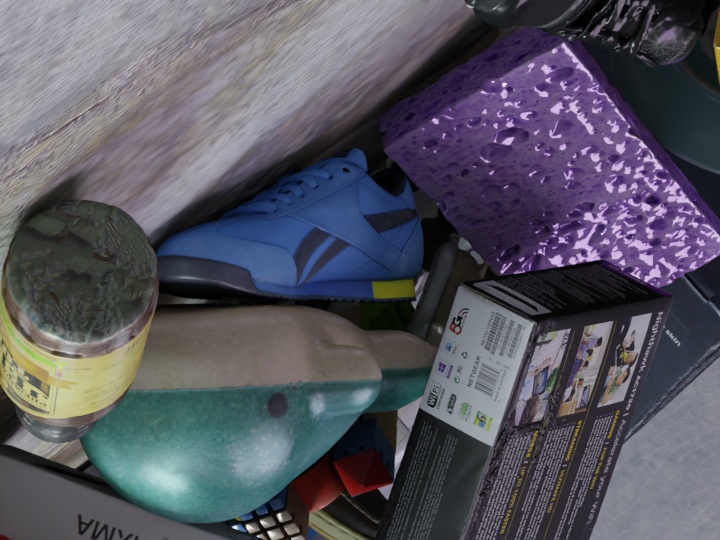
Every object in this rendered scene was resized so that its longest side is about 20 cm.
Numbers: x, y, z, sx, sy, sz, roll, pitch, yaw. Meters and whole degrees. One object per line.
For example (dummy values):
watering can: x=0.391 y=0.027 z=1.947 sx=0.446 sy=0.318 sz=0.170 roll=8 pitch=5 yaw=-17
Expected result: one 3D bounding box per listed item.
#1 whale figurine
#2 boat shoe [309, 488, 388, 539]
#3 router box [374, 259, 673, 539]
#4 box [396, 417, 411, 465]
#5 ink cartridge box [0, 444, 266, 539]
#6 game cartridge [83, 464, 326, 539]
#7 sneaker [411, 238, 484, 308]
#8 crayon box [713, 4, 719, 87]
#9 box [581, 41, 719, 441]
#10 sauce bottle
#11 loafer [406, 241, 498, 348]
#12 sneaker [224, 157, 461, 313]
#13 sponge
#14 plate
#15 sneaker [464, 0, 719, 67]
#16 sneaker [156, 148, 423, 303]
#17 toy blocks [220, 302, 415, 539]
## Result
whale figurine: x=-0.049 y=0.068 z=1.346 sx=0.159 sy=0.104 sz=0.200 roll=-1 pitch=179 yaw=43
boat shoe: x=-0.030 y=0.098 z=1.590 sx=0.065 sy=0.200 sz=0.073 roll=-54 pitch=144 yaw=5
router box: x=0.078 y=0.100 z=1.416 sx=0.149 sy=0.051 sz=0.201 roll=-7 pitch=119 yaw=-56
box: x=-0.076 y=0.152 z=1.888 sx=0.200 sy=0.101 sz=0.113 roll=-37 pitch=171 yaw=-24
ink cartridge box: x=-0.109 y=0.136 z=1.332 sx=0.176 sy=0.199 sz=0.045 roll=29 pitch=80 yaw=-82
game cartridge: x=-0.094 y=0.149 z=1.687 sx=0.200 sy=0.134 sz=0.040 roll=-37 pitch=179 yaw=-30
sneaker: x=0.080 y=-0.030 z=1.577 sx=0.200 sy=0.073 sz=0.116 roll=-50 pitch=-148 yaw=34
crayon box: x=0.217 y=-0.134 z=1.404 sx=0.127 sy=0.051 sz=0.201 roll=70 pitch=29 yaw=-58
box: x=0.161 y=-0.027 z=1.698 sx=0.117 sy=0.197 sz=0.200 roll=-37 pitch=171 yaw=-28
sauce bottle: x=-0.122 y=0.031 z=1.165 sx=0.065 sy=0.065 sz=0.200 roll=-38 pitch=170 yaw=-19
loafer: x=0.075 y=0.046 z=1.493 sx=0.200 sy=0.069 sz=0.075 roll=57 pitch=50 yaw=-64
sneaker: x=0.000 y=0.000 z=1.547 sx=0.200 sy=0.081 sz=0.083 roll=-41 pitch=-176 yaw=20
sponge: x=0.105 y=-0.044 z=1.459 sx=0.111 sy=0.030 sz=0.200 roll=-30 pitch=134 yaw=15
plate: x=0.231 y=-0.138 z=1.492 sx=0.200 sy=0.200 sz=0.026 roll=-39 pitch=151 yaw=-11
sneaker: x=0.127 y=-0.139 z=1.332 sx=0.076 sy=0.088 sz=0.200 roll=-46 pitch=171 yaw=32
sneaker: x=-0.036 y=-0.022 z=1.355 sx=0.066 sy=0.079 sz=0.200 roll=4 pitch=-177 yaw=34
toy blocks: x=-0.058 y=0.099 z=1.472 sx=0.199 sy=0.100 sz=0.137 roll=-20 pitch=-150 yaw=15
